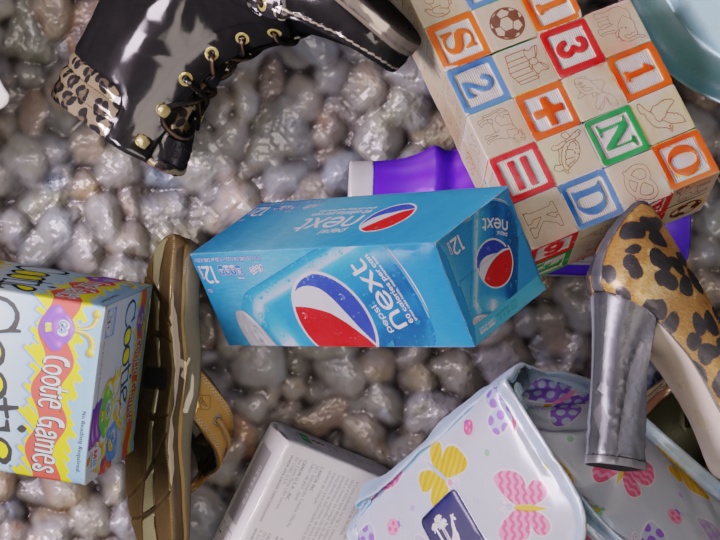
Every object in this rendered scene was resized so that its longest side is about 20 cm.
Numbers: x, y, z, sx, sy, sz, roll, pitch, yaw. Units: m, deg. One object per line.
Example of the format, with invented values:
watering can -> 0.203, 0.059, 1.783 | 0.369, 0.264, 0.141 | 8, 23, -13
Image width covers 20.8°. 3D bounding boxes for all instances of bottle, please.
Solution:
bottle -> 0.092, -0.038, 1.147 | 0.199, 0.065, 0.084 | 1, 87, 0

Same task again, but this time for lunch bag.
lunch bag -> 0.105, 0.163, 1.091 | 0.200, 0.127, 0.170 | 42, 126, -6

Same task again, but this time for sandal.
sandal -> -0.102, 0.080, 1.164 | 0.054, 0.080, 0.201 | 3, 92, -25

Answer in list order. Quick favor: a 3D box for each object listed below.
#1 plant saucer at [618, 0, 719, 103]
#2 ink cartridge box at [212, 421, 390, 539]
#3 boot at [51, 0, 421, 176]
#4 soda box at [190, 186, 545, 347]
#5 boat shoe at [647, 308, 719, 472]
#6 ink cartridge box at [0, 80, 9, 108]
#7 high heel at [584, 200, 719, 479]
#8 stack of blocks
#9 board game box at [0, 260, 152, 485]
plant saucer -> 0.221, -0.188, 1.054 | 0.200, 0.027, 0.201 | 10, 105, 41
ink cartridge box -> 0.001, 0.202, 1.196 | 0.199, 0.050, 0.161 | 24, 96, -22
boot -> -0.077, -0.123, 1.115 | 0.200, 0.073, 0.151 | 32, 99, 17
soda box -> 0.000, 0.000, 1.086 | 0.068, 0.199, 0.064 | -37, 113, -38
boat shoe -> 0.212, 0.080, 1.158 | 0.200, 0.074, 0.076 | -43, 93, 5
ink cartridge box -> -0.308, -0.104, 1.135 | 0.199, 0.067, 0.118 | -25, 96, 3
high heel -> 0.208, 0.044, 1.058 | 0.199, 0.071, 0.143 | 10, 79, -29
stack of blocks -> 0.103, -0.109, 1.103 | 0.115, 0.059, 0.201 | -23, 73, -8
board game box -> -0.233, 0.048, 1.122 | 0.199, 0.103, 0.105 | 8, 97, 7
